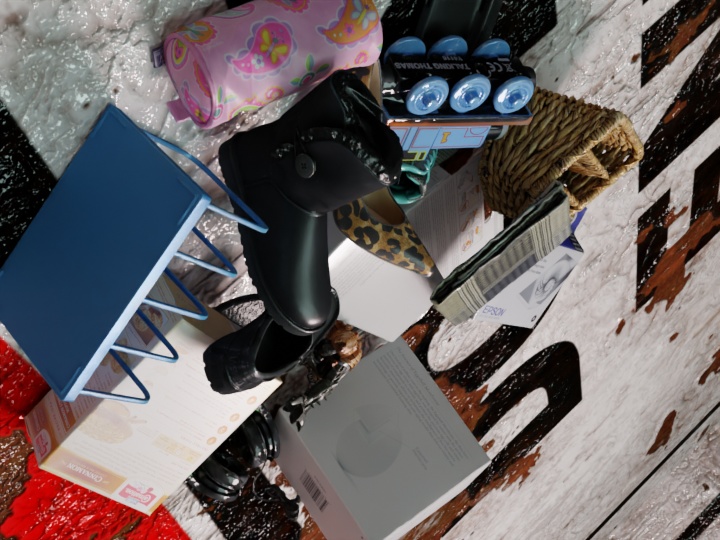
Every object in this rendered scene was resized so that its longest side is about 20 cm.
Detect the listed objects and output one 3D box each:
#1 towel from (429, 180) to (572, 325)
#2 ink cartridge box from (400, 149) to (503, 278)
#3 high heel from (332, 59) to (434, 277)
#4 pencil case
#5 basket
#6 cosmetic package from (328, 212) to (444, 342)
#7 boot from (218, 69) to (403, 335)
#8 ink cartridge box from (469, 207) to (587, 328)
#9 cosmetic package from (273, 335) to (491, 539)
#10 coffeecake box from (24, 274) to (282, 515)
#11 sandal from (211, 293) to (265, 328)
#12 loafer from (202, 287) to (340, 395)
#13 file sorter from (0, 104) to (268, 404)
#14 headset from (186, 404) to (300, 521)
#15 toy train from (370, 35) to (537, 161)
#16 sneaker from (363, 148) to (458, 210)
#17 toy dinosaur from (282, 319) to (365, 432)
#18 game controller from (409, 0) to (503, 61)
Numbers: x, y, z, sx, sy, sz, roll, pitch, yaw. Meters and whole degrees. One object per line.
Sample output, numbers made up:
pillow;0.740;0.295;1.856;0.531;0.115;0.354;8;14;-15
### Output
towel;0.162;-0.016;1.224;0.192;0.035;0.200;-39;165;3
ink cartridge box;0.102;-0.057;1.318;0.173;0.043;0.202;-39;146;-21
high heel;0.026;-0.098;1.025;0.143;0.200;0.071;-48;178;27
pencil case;-0.075;-0.189;0.923;0.198;0.087;0.088;-28;143;-30
basket;0.237;-0.117;1.263;0.200;0.147;0.145;21;89;-69
cosmetic package;0.000;0.000;1.184;0.101;0.075;0.199;-42;144;17
boot;-0.032;-0.055;0.941;0.166;0.204;0.076;-20;180;41
ink cartridge box;0.250;-0.012;1.550;0.198;0.041;0.202;9;116;-54
cosmetic package;0.019;0.227;1.344;0.198;0.201;0.123;-28;163;-28
coffeecake box;-0.202;0.127;1.052;0.200;0.073;0.153;-45;135;7
sandal;-0.175;0.081;1.123;0.199;0.048;0.075;-39;141;10
loafer;-0.070;0.062;1.028;0.200;0.069;0.069;-33;110;-54
file sorter;-0.194;-0.004;0.916;0.201;0.138;0.122;-53;149;7
headset;-0.138;0.229;1.273;0.123;0.094;0.201;-43;137;-9
toy train;0.088;-0.174;1.098;0.197;0.088;0.115;-6;143;-29
sneaker;0.048;-0.108;1.150;0.198;0.091;0.079;-24;142;-35
toy dinosaur;-0.046;0.094;1.227;0.135;0.103;0.201;-33;156;-17
game controller;0.113;-0.303;1.087;0.103;0.042;0.203;-2;126;-32
